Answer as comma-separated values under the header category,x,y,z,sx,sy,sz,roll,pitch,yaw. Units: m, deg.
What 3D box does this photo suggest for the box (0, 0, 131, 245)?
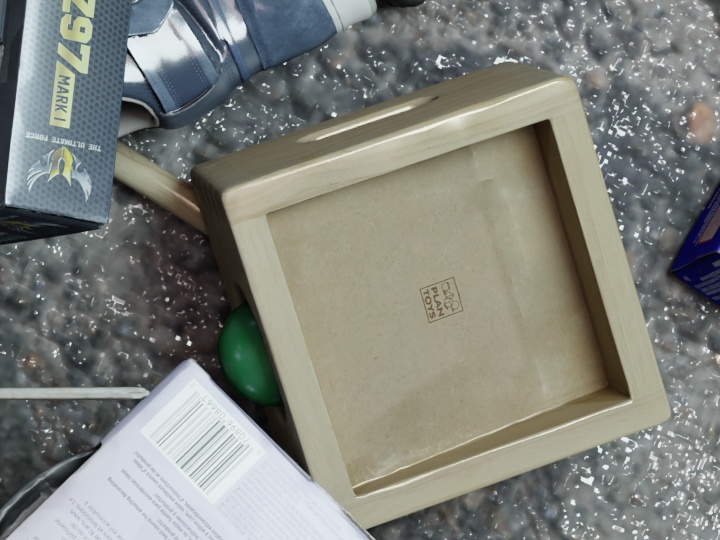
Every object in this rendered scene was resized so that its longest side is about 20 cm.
category,x,y,z,sx,sy,sz,roll,pitch,yaw
box,-0.162,-0.090,1.051,0.051,0.200,0.158,11,80,-33

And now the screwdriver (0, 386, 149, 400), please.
category,x,y,z,sx,sy,sz,roll,pitch,yaw
screwdriver,-0.179,0.049,1.038,0.200,0.029,0.028,-4,60,25

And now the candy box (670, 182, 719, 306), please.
category,x,y,z,sx,sy,sz,roll,pitch,yaw
candy box,0.275,-0.019,1.175,0.200,0.077,0.169,32,79,-5

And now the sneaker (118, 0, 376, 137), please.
category,x,y,z,sx,sy,sz,roll,pitch,yaw
sneaker,-0.107,-0.152,1.118,0.146,0.077,0.202,-34,67,-2

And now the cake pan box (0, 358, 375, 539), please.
category,x,y,z,sx,sy,sz,roll,pitch,yaw
cake pan box,-0.071,0.162,1.011,0.200,0.052,0.184,44,75,0

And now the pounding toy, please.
category,x,y,z,sx,sy,sz,roll,pitch,yaw
pounding toy,0.000,0.000,1.114,0.200,0.142,0.184,-19,101,-8

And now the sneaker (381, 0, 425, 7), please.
category,x,y,z,sx,sy,sz,roll,pitch,yaw
sneaker,0.026,-0.221,1.163,0.091,0.076,0.200,-4,87,-17
